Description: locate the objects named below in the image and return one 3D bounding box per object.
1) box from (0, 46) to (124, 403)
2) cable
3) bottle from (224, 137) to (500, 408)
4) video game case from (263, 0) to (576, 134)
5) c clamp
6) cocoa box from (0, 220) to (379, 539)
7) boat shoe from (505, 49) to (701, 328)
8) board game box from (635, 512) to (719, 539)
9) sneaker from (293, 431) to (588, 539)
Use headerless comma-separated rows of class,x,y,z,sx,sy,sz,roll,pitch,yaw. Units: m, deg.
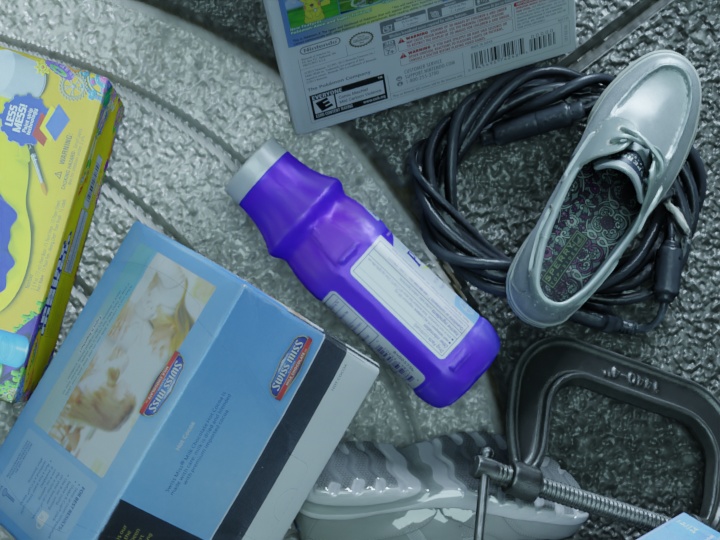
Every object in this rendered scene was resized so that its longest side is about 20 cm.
box,-0.268,-0.041,1.070,0.191,0.122,0.202,15,86,-2
cable,0.129,-0.055,1.133,0.198,0.051,0.165,19,86,-2
bottle,0.000,0.000,1.105,0.200,0.084,0.065,44,86,0
video game case,0.038,-0.180,1.080,0.198,0.183,0.022,-17,51,-4
c clamp,0.157,0.129,1.102,0.198,0.027,0.173,14,61,-19
cocoa box,-0.112,0.098,1.044,0.131,0.133,0.201,34,85,-42
boat shoe,0.161,-0.053,1.081,0.070,0.072,0.202,33,80,-4
board game box,0.141,0.256,1.040,0.036,0.151,0.202,30,114,29
sneaker,0.048,0.155,1.121,0.198,0.075,0.083,4,122,-9
